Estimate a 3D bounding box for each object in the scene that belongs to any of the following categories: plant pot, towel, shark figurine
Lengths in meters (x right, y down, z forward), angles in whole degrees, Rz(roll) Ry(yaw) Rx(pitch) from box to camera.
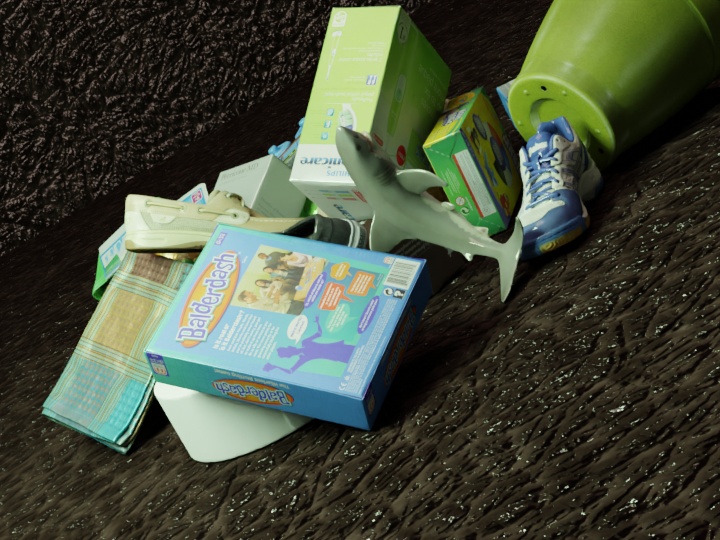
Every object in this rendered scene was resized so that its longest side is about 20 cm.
[{"bbox_3d":[0.255,-0.209,1.535,0.193,0.201,0.200,-49,22,-27],"label":"plant pot"},{"bbox_3d":[-0.239,0.075,1.512,0.146,0.022,0.201,13,74,44],"label":"towel"},{"bbox_3d":[0.056,-0.036,1.368,0.090,0.214,0.128,-53,-12,-11],"label":"shark figurine"}]

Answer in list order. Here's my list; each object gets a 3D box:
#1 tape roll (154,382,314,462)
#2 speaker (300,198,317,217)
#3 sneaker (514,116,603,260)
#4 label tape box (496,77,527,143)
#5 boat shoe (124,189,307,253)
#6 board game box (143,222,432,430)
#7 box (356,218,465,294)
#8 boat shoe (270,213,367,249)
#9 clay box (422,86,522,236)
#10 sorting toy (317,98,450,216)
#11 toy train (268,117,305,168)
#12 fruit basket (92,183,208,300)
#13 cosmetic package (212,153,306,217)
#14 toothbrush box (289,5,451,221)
[{"bbox_3d":[-0.085,0.088,1.348,0.201,0.071,0.203,-26,14,7],"label":"tape roll"},{"bbox_3d":[0.006,-0.082,1.750,0.199,0.089,0.089,-25,14,15],"label":"speaker"},{"bbox_3d":[0.173,-0.080,1.404,0.075,0.089,0.200,-21,17,23],"label":"sneaker"},{"bbox_3d":[0.272,-0.231,1.797,0.199,0.066,0.143,-29,14,6],"label":"label tape box"},{"bbox_3d":[-0.142,-0.052,1.524,0.198,0.066,0.072,-1,-6,-7],"label":"boat shoe"},{"bbox_3d":[-0.058,0.042,1.237,0.198,0.045,0.153,11,51,21],"label":"board game box"},{"bbox_3d":[0.000,0.000,1.493,0.100,0.075,0.199,-38,18,-32],"label":"box"},{"bbox_3d":[-0.074,-0.010,1.441,0.199,0.066,0.071,-20,55,53],"label":"boat shoe"},{"bbox_3d":[0.126,-0.119,1.579,0.047,0.116,0.200,-22,16,21],"label":"clay box"},{"bbox_3d":[0.029,-0.094,1.651,0.184,0.037,0.201,-22,44,19],"label":"sorting toy"},{"bbox_3d":[-0.042,-0.152,1.842,0.200,0.087,0.114,-45,16,6],"label":"toy train"},{"bbox_3d":[-0.215,0.026,1.593,0.185,0.093,0.201,-40,41,23],"label":"fruit basket"},{"bbox_3d":[-0.139,-0.026,1.700,0.101,0.074,0.201,-15,48,44],"label":"cosmetic package"},{"bbox_3d":[0.014,-0.153,1.554,0.085,0.146,0.202,5,71,29],"label":"toothbrush box"}]
